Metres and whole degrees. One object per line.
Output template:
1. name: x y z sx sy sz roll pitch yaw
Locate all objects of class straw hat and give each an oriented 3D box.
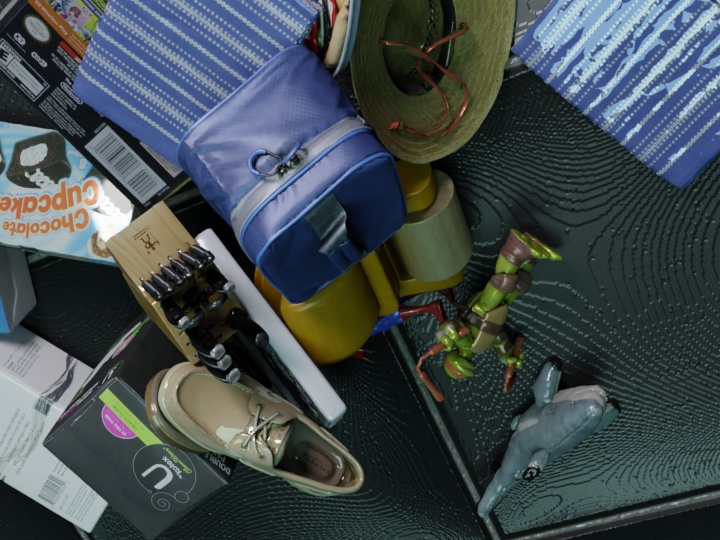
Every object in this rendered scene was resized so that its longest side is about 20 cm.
1. straw hat: 0.037 -0.199 0.892 0.085 0.199 0.205 28 131 44

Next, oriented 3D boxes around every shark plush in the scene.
1. shark plush: 0.171 0.174 1.068 0.091 0.084 0.199 44 118 -13

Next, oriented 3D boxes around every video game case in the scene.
1. video game case: -0.086 0.068 1.000 0.023 0.182 0.201 -36 81 -13
2. video game case: -0.189 -0.162 0.874 0.179 0.026 0.200 -32 113 32

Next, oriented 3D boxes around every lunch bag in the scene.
1. lunch bag: -0.042 -0.063 0.820 0.135 0.200 0.133 -39 75 -1

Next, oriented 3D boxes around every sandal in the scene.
1. sandal: -0.114 0.130 0.981 0.054 0.081 0.198 -38 139 28

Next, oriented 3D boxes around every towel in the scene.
1. towel: -0.131 -0.168 0.821 0.144 0.024 0.200 33 129 -8
2. towel: 0.247 -0.177 0.895 0.199 0.024 0.145 37 121 -6

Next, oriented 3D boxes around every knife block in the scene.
1. knife block: -0.139 0.038 0.920 0.176 0.064 0.201 50 166 18

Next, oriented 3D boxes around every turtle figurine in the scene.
1. turtle figurine: 0.124 0.042 0.997 0.064 0.199 0.163 39 103 34

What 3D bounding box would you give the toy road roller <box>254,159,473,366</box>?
1. toy road roller: 0.000 0.000 0.964 0.196 0.148 0.124 -12 135 15

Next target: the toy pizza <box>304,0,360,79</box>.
1. toy pizza: -0.032 -0.250 0.824 0.031 0.201 0.204 -3 120 -12

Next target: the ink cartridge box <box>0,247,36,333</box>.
1. ink cartridge box: -0.456 0.000 1.125 0.196 0.067 0.118 1 118 12

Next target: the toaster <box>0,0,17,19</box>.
1. toaster: -0.229 -0.206 0.938 0.128 0.114 0.201 -30 112 27

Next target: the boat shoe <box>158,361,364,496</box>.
1. boat shoe: -0.081 0.139 0.922 0.199 0.073 0.065 35 161 -23

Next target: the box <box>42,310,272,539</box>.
1. box: -0.189 0.130 1.058 0.124 0.201 0.149 -38 105 27

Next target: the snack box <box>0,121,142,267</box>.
1. snack box: -0.306 -0.076 1.033 0.196 0.037 0.119 9 82 7

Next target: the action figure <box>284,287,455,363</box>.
1. action figure: -0.005 0.051 1.051 0.196 0.066 0.052 -9 129 21

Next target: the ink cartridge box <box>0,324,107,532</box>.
1. ink cartridge box: -0.344 0.174 1.183 0.198 0.085 0.146 32 120 -7
